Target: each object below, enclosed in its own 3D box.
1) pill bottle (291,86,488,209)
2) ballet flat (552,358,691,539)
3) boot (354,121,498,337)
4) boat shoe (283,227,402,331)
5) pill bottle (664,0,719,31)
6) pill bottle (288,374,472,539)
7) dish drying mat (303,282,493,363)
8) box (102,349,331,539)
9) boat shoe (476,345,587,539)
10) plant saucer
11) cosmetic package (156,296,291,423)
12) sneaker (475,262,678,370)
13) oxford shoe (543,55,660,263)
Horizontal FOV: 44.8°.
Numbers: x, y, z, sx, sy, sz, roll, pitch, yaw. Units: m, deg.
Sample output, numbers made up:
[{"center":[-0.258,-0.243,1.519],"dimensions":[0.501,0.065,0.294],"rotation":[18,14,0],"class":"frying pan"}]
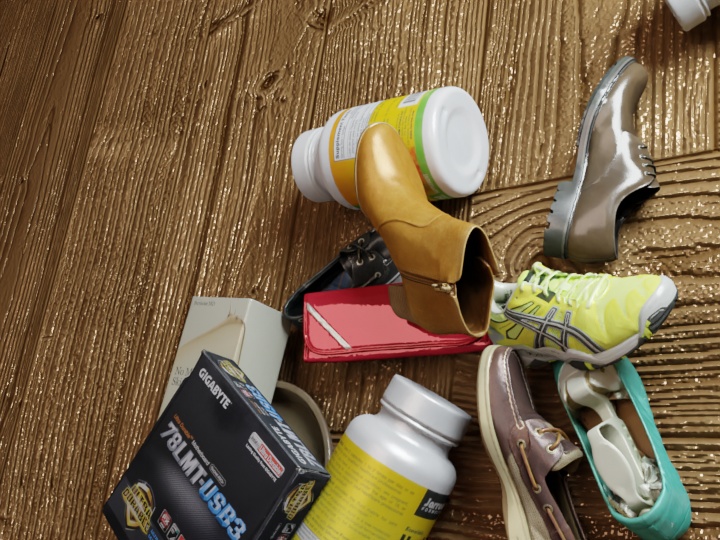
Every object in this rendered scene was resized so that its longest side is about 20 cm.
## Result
[{"center":[0.025,-0.123,0.933],"dimensions":[0.199,0.111,0.112],"rotation":[-4,67,38],"class":"pill bottle"},{"center":[0.200,0.119,0.702],"dimensions":[0.067,0.070,0.201],"rotation":[-36,51,22],"class":"ballet flat"},{"center":[0.063,-0.042,0.782],"dimensions":[0.144,0.071,0.202],"rotation":[-1,102,63],"class":"boot"},{"center":[0.000,0.000,0.933],"dimensions":[0.200,0.057,0.069],"rotation":[-43,48,16],"class":"boat shoe"},{"center":[0.348,-0.300,0.750],"dimensions":[0.200,0.112,0.113],"rotation":[-33,52,24],"class":"pill bottle"},{"center":[0.018,0.200,0.787],"dimensions":[0.111,0.111,0.201],"rotation":[28,90,44],"class":"pill bottle"},{"center":[0.034,0.049,0.874],"dimensions":[0.199,0.018,0.077],"rotation":[-7,70,22],"class":"dish drying mat"},{"center":[-0.142,0.210,0.820],"dimensions":[0.200,0.050,0.199],"rotation":[40,101,44],"class":"box"},{"center":[0.149,0.155,0.719],"dimensions":[0.072,0.072,0.201],"rotation":[-18,70,28],"class":"boat shoe"},{"center":[-0.103,0.219,0.935],"dimensions":[0.199,0.029,0.201],"rotation":[-17,60,33],"class":"plant saucer"},{"center":[-0.153,0.134,0.949],"dimensions":[0.103,0.073,0.201],"rotation":[-1,70,40],"class":"cosmetic package"},{"center":[0.166,0.033,0.719],"dimensions":[0.075,0.076,0.200],"rotation":[-49,16,-33],"class":"sneaker"},{"center":[0.234,-0.097,0.789],"dimensions":[0.084,0.073,0.201],"rotation":[14,80,26],"class":"oxford shoe"}]
